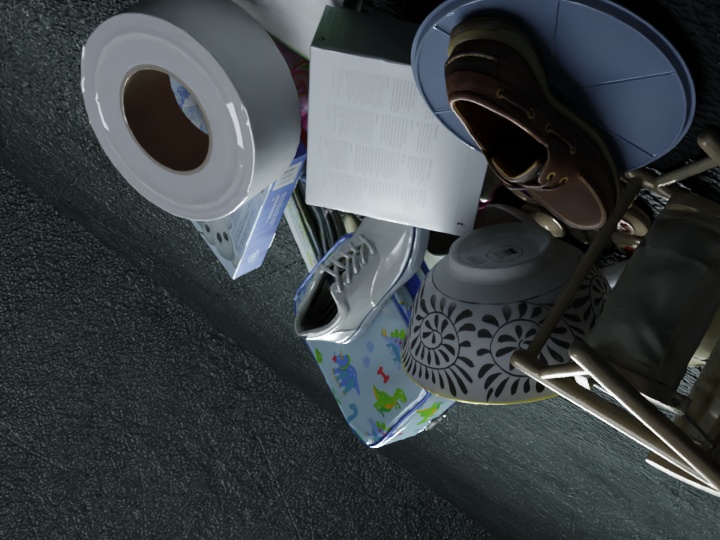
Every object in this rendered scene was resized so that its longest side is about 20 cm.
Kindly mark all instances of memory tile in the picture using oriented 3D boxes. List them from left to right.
[{"bbox_3d":[0.184,-0.073,1.062,0.153,0.017,0.200,24,164,36],"label":"memory tile"}]

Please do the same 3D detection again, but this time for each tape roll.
[{"bbox_3d":[-0.153,-0.148,1.068,0.202,0.071,0.203,22,132,26],"label":"tape roll"}]

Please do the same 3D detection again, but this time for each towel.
[{"bbox_3d":[-0.058,-0.069,1.386,0.200,0.048,0.171,174,75,-82],"label":"towel"}]

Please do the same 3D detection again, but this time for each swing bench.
[{"bbox_3d":[0.259,0.041,0.895,0.200,0.199,0.130,36,167,-8],"label":"swing bench"}]

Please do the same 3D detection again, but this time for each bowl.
[{"bbox_3d":[0.124,0.019,1.007,0.201,0.201,0.094,18,128,47],"label":"bowl"}]

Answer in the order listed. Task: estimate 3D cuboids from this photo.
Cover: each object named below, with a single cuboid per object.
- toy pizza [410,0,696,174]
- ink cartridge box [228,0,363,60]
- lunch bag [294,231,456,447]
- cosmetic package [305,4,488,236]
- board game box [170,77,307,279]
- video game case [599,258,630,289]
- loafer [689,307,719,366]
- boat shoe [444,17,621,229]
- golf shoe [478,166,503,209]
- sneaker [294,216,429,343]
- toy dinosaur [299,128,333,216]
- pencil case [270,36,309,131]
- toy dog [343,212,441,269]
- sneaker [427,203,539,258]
[{"bbox_3d":[0.133,-0.134,0.835,0.200,0.032,0.200,15,152,9],"label":"toy pizza"},{"bbox_3d":[-0.066,-0.248,0.963,0.145,0.048,0.200,33,164,2],"label":"ink cartridge box"},{"bbox_3d":[0.025,0.066,1.216,0.161,0.082,0.200,-51,60,42],"label":"lunch bag"},{"bbox_3d":[0.035,-0.115,0.979,0.151,0.052,0.200,14,147,5],"label":"cosmetic package"},{"bbox_3d":[-0.147,-0.125,1.211,0.199,0.043,0.200,52,146,16],"label":"board game box"},{"bbox_3d":[0.211,0.061,1.184,0.182,0.023,0.200,-19,149,18],"label":"video game case"},{"bbox_3d":[0.298,0.041,1.089,0.068,0.076,0.200,8,168,28],"label":"loafer"},{"bbox_3d":[0.115,-0.084,0.827,0.072,0.068,0.200,-5,143,38],"label":"boat shoe"},{"bbox_3d":[0.074,-0.082,1.143,0.092,0.075,0.200,42,167,-3],"label":"golf shoe"},{"bbox_3d":[0.000,0.000,1.123,0.071,0.200,0.073,-9,-132,-42],"label":"sneaker"},{"bbox_3d":[-0.062,-0.154,1.188,0.182,0.105,0.200,47,159,-10],"label":"toy dinosaur"},{"bbox_3d":[-0.071,-0.191,1.106,0.200,0.087,0.087,33,167,0],"label":"pencil case"},{"bbox_3d":[0.056,-0.017,1.361,0.194,0.139,0.200,59,172,14],"label":"toy dog"},{"bbox_3d":[0.147,-0.031,1.193,0.085,0.073,0.200,4,-171,-27],"label":"sneaker"}]
